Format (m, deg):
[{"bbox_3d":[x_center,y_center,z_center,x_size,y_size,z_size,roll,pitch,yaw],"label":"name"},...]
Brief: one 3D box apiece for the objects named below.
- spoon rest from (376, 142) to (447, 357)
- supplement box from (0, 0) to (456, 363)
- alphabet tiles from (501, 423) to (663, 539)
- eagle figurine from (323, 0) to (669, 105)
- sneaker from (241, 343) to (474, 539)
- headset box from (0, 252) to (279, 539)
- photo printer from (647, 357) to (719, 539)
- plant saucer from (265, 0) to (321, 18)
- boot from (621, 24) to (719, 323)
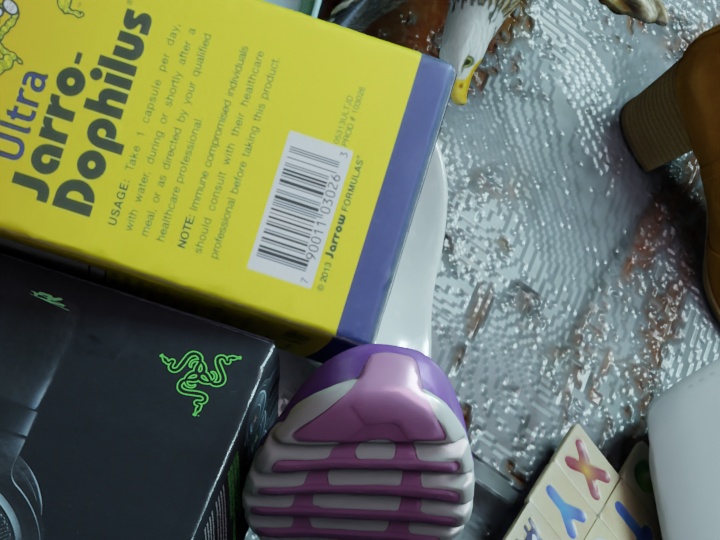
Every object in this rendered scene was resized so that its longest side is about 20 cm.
[{"bbox_3d":[0.000,0.000,0.999,0.099,0.061,0.201,6,71,-32],"label":"spoon rest"},{"bbox_3d":[-0.080,-0.048,0.851,0.199,0.109,0.110,18,83,-6],"label":"supplement box"},{"bbox_3d":[0.140,0.170,1.033,0.200,0.006,0.166,52,36,-8],"label":"alphabet tiles"},{"bbox_3d":[0.040,-0.147,1.020,0.199,0.152,0.152,7,67,-32],"label":"eagle figurine"},{"bbox_3d":[0.002,0.073,0.857,0.080,0.200,0.089,8,58,2],"label":"sneaker"},{"bbox_3d":[-0.136,0.090,0.810,0.173,0.093,0.201,18,59,9],"label":"headset box"},{"bbox_3d":[0.215,0.115,1.020,0.069,0.166,0.201,47,31,-53],"label":"photo printer"},{"bbox_3d":[-0.071,-0.032,0.915,0.070,0.019,0.201,15,81,-4],"label":"plant saucer"},{"bbox_3d":[0.221,-0.031,1.104,0.071,0.144,0.201,-40,97,-36],"label":"boot"}]
